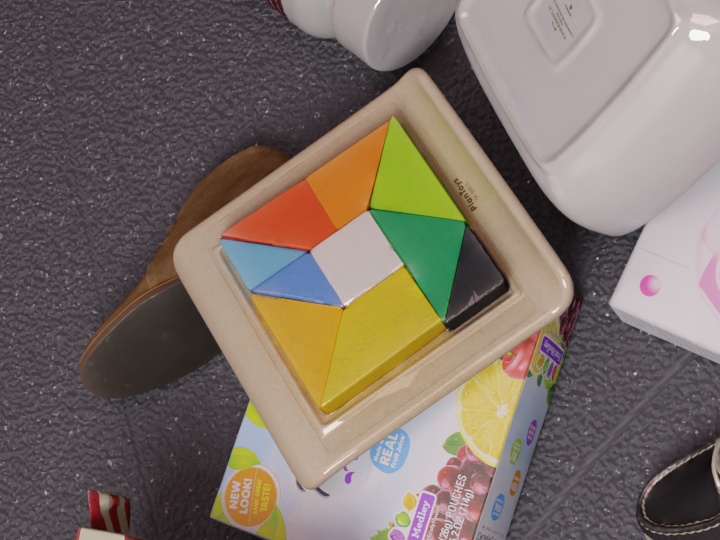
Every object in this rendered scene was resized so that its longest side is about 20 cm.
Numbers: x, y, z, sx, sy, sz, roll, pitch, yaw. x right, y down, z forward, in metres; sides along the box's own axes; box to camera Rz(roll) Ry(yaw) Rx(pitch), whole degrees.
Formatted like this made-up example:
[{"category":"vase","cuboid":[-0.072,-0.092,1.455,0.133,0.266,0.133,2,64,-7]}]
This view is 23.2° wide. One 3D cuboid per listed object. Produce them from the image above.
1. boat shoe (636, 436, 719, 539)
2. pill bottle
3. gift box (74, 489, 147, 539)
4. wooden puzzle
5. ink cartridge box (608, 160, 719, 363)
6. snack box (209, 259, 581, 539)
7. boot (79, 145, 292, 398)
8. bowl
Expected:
[{"category":"boat shoe","cuboid":[0.227,0.103,0.946,0.199,0.060,0.075,-20,50,37]},{"category":"pill bottle","cuboid":[-0.032,-0.221,1.138,0.200,0.109,0.110,41,93,25]},{"category":"gift box","cuboid":[-0.088,0.235,0.993,0.185,0.200,0.187,6,73,24]},{"category":"wooden puzzle","cuboid":[0.000,0.000,1.033,0.199,0.037,0.186,-37,64,7]},{"category":"ink cartridge box","cuboid":[0.271,-0.027,1.004,0.199,0.043,0.198,23,85,27]},{"category":"snack box","cuboid":[0.021,0.083,1.058,0.167,0.068,0.202,16,81,25]},{"category":"boot","cuboid":[-0.109,0.001,1.142,0.200,0.074,0.076,-42,46,2]},{"category":"bowl","cuboid":[0.138,-0.144,1.006,0.200,0.074,0.201,-47,56,38]}]
